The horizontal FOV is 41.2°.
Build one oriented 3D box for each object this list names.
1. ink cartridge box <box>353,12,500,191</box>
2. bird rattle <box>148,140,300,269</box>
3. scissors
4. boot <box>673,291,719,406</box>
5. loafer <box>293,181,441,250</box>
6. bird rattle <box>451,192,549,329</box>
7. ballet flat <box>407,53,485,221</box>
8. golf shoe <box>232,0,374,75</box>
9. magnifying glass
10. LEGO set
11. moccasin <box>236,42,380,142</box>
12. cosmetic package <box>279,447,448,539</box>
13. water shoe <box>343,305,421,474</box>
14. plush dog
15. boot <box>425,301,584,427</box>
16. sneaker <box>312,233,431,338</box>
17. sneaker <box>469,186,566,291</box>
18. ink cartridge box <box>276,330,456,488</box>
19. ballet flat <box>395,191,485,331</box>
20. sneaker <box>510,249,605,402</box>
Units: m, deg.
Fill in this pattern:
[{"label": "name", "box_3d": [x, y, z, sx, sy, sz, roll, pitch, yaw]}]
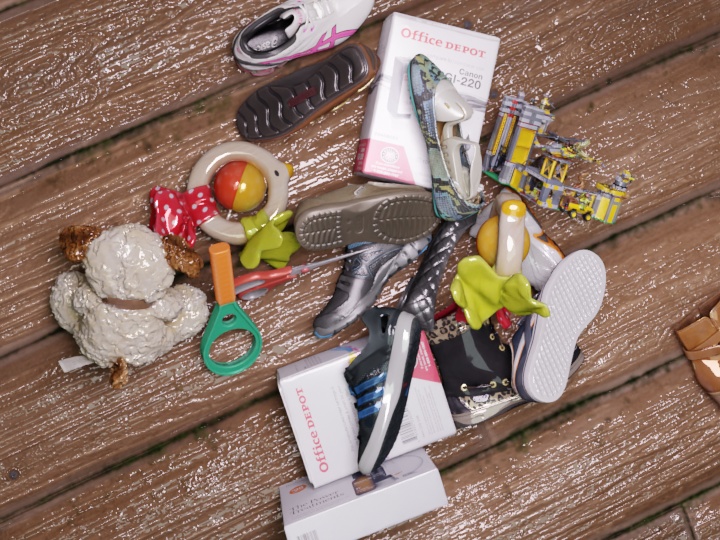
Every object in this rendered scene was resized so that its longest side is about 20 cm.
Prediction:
[{"label": "ink cartridge box", "box_3d": [0.082, -0.207, 1.211, 0.143, 0.085, 0.204, 11, 92, -9]}, {"label": "bird rattle", "box_3d": [-0.165, -0.081, 1.201, 0.197, 0.113, 0.166, 17, 76, 9]}, {"label": "scissors", "box_3d": [-0.082, 0.000, 1.187, 0.197, 0.073, 0.014, -20, 69, 19]}, {"label": "boot", "box_3d": [0.537, 0.087, 1.310, 0.199, 0.077, 0.156, -36, 94, 4]}, {"label": "loafer", "box_3d": [0.008, -0.075, 1.167, 0.197, 0.068, 0.077, -5, 127, -23]}, {"label": "bird rattle", "box_3d": [0.171, -0.007, 1.131, 0.111, 0.200, 0.166, 8, 95, 8]}, {"label": "ballet flat", "box_3d": [0.109, -0.161, 1.138, 0.073, 0.074, 0.203, -15, 102, -6]}, {"label": "golf shoe", "box_3d": [-0.065, -0.302, 1.180, 0.198, 0.092, 0.073, -30, 97, -5]}, {"label": "magnifying glass", "box_3d": [-0.164, 0.051, 1.179, 0.078, 0.022, 0.202, -16, 134, -18]}, {"label": "LEGO set", "box_3d": [0.245, -0.147, 1.172, 0.151, 0.200, 0.118, 12, 108, -17]}, {"label": "moccasin", "box_3d": [-0.066, -0.218, 1.186, 0.200, 0.078, 0.074, -31, 86, 19]}, {"label": "cosmetic package", "box_3d": [-0.002, 0.283, 1.210, 0.197, 0.151, 0.053, -20, 96, -6]}, {"label": "water shoe", "box_3d": [0.017, 0.143, 1.167, 0.078, 0.071, 0.204, 16, 93, 19]}, {"label": "plush dog", "box_3d": [-0.276, 0.025, 1.127, 0.196, 0.161, 0.174, 6, 119, -7]}, {"label": "boot", "box_3d": [0.183, 0.100, 1.260, 0.197, 0.073, 0.153, -25, 97, -1]}, {"label": "sneaker", "box_3d": [0.000, 0.000, 1.230, 0.082, 0.073, 0.200, 43, 78, -5]}, {"label": "sneaker", "box_3d": [0.220, -0.008, 1.261, 0.091, 0.076, 0.201, -36, 98, 14]}, {"label": "ink cartridge box", "box_3d": [0.005, 0.167, 1.233, 0.197, 0.086, 0.150, -18, 97, -5]}, {"label": "ballet flat", "box_3d": [0.109, -0.014, 1.216, 0.056, 0.067, 0.202, 28, 77, 6]}, {"label": "sneaker", "box_3d": [0.238, 0.068, 1.200, 0.078, 0.079, 0.202, 30, 75, -11]}]
